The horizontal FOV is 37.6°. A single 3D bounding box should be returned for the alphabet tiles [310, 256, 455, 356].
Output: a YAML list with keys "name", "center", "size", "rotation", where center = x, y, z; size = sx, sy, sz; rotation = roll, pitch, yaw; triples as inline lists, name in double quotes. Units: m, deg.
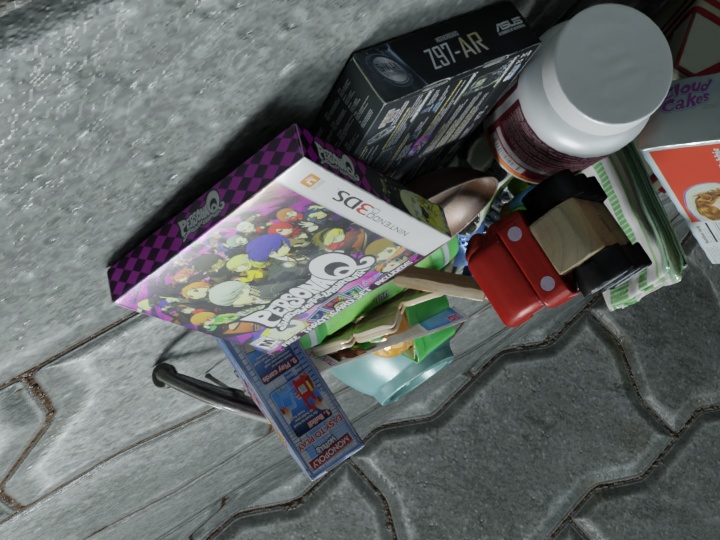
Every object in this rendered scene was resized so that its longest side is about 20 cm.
- name: "alphabet tiles"
  center: [0.011, 0.031, 1.141]
  size: [0.194, 0.015, 0.200]
  rotation: [-20, -162, 19]

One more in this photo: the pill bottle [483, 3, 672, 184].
- name: "pill bottle"
  center: [0.172, -0.139, 0.860]
  size: [0.109, 0.110, 0.200]
  rotation: [-32, 179, -8]

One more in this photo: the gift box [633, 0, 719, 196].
- name: "gift box"
  center: [0.330, -0.175, 0.982]
  size: [0.187, 0.199, 0.186]
  rotation: [130, -17, -62]

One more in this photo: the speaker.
- name: "speaker"
  center: [0.000, 0.000, 1.078]
  size: [0.199, 0.089, 0.089]
  rotation: [-31, 167, -14]

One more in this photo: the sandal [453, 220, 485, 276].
- name: "sandal"
  center: [0.117, -0.043, 1.205]
  size: [0.079, 0.087, 0.200]
  rotation: [-24, 160, -28]

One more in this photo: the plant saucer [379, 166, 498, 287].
- name: "plant saucer"
  center: [0.033, -0.034, 0.953]
  size: [0.199, 0.032, 0.200]
  rotation: [-33, 167, -9]

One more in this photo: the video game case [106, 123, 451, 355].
- name: "video game case"
  center: [-0.059, -0.013, 0.805]
  size: [0.199, 0.036, 0.181]
  rotation: [-33, 145, 25]

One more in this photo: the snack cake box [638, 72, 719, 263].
- name: "snack cake box"
  center: [0.325, -0.081, 0.888]
  size: [0.114, 0.068, 0.200]
  rotation: [-1, 152, 36]

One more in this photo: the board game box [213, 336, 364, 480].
- name: "board game box"
  center: [-0.077, 0.106, 1.010]
  size: [0.061, 0.201, 0.200]
  rotation: [-32, 167, -11]

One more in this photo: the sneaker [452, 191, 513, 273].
- name: "sneaker"
  center: [0.138, -0.045, 1.328]
  size: [0.199, 0.078, 0.086]
  rotation: [-30, -179, 15]

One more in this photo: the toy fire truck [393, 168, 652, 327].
- name: "toy fire truck"
  center: [0.127, -0.002, 0.920]
  size: [0.200, 0.129, 0.176]
  rotation: [-36, 169, 20]

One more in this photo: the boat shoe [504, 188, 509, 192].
- name: "boat shoe"
  center: [0.250, -0.126, 1.266]
  size: [0.200, 0.072, 0.070]
  rotation: [-25, 166, -30]

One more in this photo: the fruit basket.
- name: "fruit basket"
  center: [-0.003, 0.059, 1.206]
  size: [0.199, 0.095, 0.185]
  rotation: [-13, -167, -19]

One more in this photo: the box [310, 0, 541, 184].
- name: "box"
  center: [0.031, -0.112, 0.830]
  size: [0.160, 0.044, 0.200]
  rotation: [-26, 165, -31]

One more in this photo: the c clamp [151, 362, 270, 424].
- name: "c clamp"
  center: [-0.153, 0.136, 1.139]
  size: [0.027, 0.170, 0.200]
  rotation: [-66, 153, -5]

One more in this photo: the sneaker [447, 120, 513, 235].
- name: "sneaker"
  center: [0.130, -0.104, 1.064]
  size: [0.088, 0.077, 0.200]
  rotation: [-37, 172, -29]

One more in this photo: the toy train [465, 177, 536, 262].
- name: "toy train"
  center: [0.163, -0.053, 1.124]
  size: [0.200, 0.084, 0.117]
  rotation: [147, -42, -80]

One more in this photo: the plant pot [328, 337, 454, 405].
- name: "plant pot"
  center: [0.043, 0.095, 1.427]
  size: [0.200, 0.135, 0.200]
  rotation: [-32, 167, -8]

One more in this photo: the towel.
- name: "towel"
  center: [0.244, -0.043, 1.013]
  size: [0.023, 0.154, 0.200]
  rotation: [-21, 170, -6]
